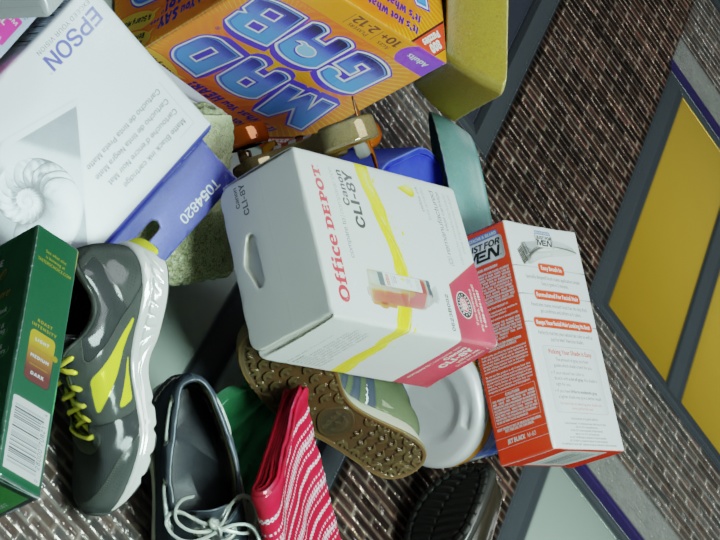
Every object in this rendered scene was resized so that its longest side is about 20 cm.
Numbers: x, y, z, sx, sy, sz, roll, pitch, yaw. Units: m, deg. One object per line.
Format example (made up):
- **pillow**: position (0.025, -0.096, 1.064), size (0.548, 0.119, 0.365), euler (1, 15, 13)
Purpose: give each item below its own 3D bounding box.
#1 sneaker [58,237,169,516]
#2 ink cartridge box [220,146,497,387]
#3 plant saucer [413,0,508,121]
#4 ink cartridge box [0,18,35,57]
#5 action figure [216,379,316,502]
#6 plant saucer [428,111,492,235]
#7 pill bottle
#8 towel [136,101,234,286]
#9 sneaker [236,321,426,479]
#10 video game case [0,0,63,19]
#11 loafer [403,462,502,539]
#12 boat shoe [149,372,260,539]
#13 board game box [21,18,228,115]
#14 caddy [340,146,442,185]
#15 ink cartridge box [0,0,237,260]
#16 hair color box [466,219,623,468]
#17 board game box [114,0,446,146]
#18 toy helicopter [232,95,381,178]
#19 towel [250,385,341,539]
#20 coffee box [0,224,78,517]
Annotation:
- **sneaker**: position (-0.195, 0.074, 1.554), size (0.084, 0.074, 0.202), euler (6, 89, -43)
- **ink cartridge box**: position (0.000, 0.000, 1.674), size (0.199, 0.083, 0.146), euler (12, 57, -48)
- **plant saucer**: position (0.083, -0.242, 1.895), size (0.048, 0.200, 0.202), euler (2, 86, -11)
- **ink cartridge box**: position (-0.267, -0.188, 1.606), size (0.042, 0.119, 0.200), euler (44, 38, -15)
- **action figure**: position (-0.072, 0.119, 1.736), size (0.118, 0.054, 0.200), euler (55, 36, -12)
- **plant saucer**: position (0.097, -0.049, 1.982), size (0.200, 0.036, 0.202), euler (168, -90, -89)
- **pill bottle**: position (0.113, 0.107, 1.939), size (0.199, 0.112, 0.113), euler (-9, 77, -55)
- **towel**: position (-0.177, -0.056, 1.654), size (0.199, 0.036, 0.150), euler (-2, 93, -41)
- **sneaker**: position (-0.027, 0.082, 1.733), size (0.200, 0.067, 0.090), euler (40, 24, -30)
- **video game case**: position (-0.273, -0.229, 1.564), size (0.182, 0.198, 0.022), euler (-61, 144, -50)
- **loafer**: position (0.074, 0.256, 1.827), size (0.071, 0.073, 0.201), euler (46, 55, -37)
- **boat shoe**: position (-0.114, 0.175, 1.602), size (0.074, 0.062, 0.202), euler (-3, 82, -20)
- **board game box**: position (-0.194, -0.109, 1.726), size (0.200, 0.040, 0.154), euler (36, 44, -35)
- **caddy**: position (0.001, -0.033, 1.885), size (0.200, 0.104, 0.143), euler (-28, 112, -63)
- **ink cartridge box**: position (-0.203, -0.069, 1.582), size (0.200, 0.041, 0.200), euler (48, 68, -23)
- **hair color box**: position (0.152, 0.065, 1.863), size (0.111, 0.064, 0.202), euler (8, 67, -50)
- **board game box**: position (-0.070, -0.256, 1.841), size (0.199, 0.199, 0.201), euler (27, 49, -42)
- **toy helicopter**: position (-0.028, -0.096, 1.726), size (0.131, 0.200, 0.080), euler (-16, 90, -22)
- **towel**: position (-0.042, 0.206, 1.662), size (0.145, 0.022, 0.201), euler (-72, 153, -57)
- **coffee box**: position (-0.253, 0.078, 1.461), size (0.044, 0.123, 0.201), euler (33, 44, -36)
